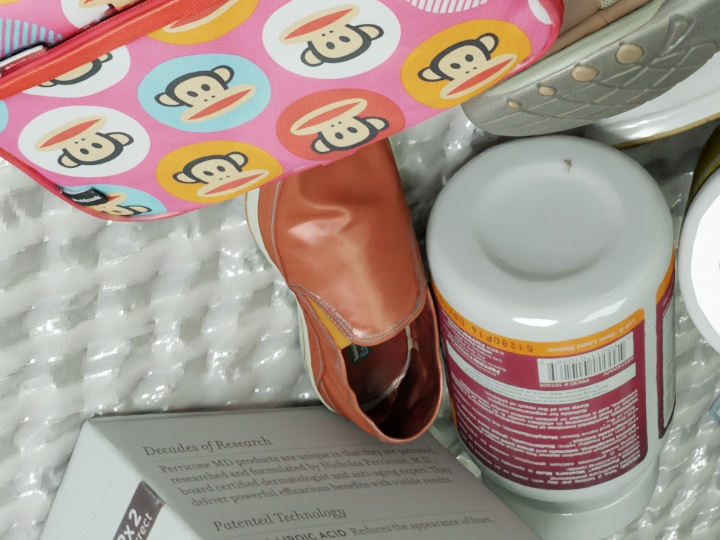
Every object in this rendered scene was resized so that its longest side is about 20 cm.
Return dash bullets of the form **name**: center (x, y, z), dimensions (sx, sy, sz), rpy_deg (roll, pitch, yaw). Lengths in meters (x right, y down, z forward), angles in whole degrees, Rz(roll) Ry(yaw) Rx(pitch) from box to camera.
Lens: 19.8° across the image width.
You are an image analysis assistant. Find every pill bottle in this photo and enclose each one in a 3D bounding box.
- **pill bottle**: center (0.210, -0.027, 0.975), dimensions (0.112, 0.111, 0.200), rpy_deg (-65, 176, 19)
- **pill bottle**: center (0.093, 0.039, 0.965), dimensions (0.109, 0.110, 0.200), rpy_deg (-36, 146, -18)

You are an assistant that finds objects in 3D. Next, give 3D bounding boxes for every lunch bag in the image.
- **lunch bag**: center (-0.051, -0.102, 0.657), dimensions (0.199, 0.082, 0.176), rpy_deg (-22, 147, 24)

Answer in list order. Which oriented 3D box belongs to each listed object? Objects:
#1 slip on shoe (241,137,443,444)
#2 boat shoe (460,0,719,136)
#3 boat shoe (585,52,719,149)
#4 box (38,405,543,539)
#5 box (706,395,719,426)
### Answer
- **slip on shoe**: center (0.000, 0.000, 0.882), dimensions (0.074, 0.061, 0.201), rpy_deg (-33, 139, -19)
- **boat shoe**: center (0.127, -0.126, 0.890), dimensions (0.199, 0.072, 0.076), rpy_deg (-29, 158, 9)
- **boat shoe**: center (0.182, -0.122, 0.956), dimensions (0.199, 0.071, 0.070), rpy_deg (-29, 99, -5)
- **box**: center (-0.047, 0.178, 0.926), dimensions (0.199, 0.131, 0.200), rpy_deg (1, 121, -45)
- **box**: center (0.303, 0.024, 1.232), dimensions (0.137, 0.040, 0.201), rpy_deg (17, 108, -52)
